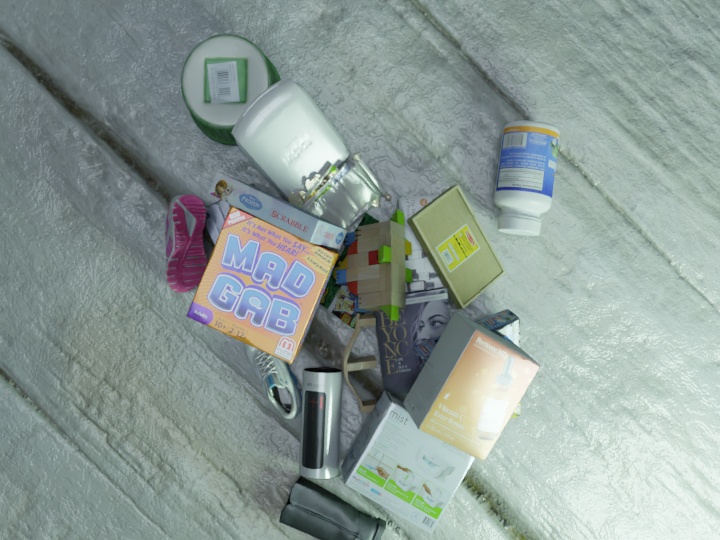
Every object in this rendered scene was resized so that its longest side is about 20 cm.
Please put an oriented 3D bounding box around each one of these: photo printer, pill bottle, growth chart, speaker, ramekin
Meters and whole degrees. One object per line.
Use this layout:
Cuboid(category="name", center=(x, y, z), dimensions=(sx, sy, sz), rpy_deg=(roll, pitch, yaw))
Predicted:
Cuboid(category="photo printer", center=(-0.134, -0.247, 1.249), dimensions=(0.166, 0.070, 0.200), rpy_deg=(-41, 125, 1))
Cuboid(category="pill bottle", center=(0.316, -0.173, 1.268), dimensions=(0.109, 0.112, 0.206), rpy_deg=(7, 89, 1))
Cuboid(category="growth chart", center=(-0.050, -0.135, 1.287), dimensions=(0.198, 0.018, 0.146), rpy_deg=(-37, 120, 1))
Cuboid(category="speaker", center=(-0.077, 0.292, 1.282), dimensions=(0.079, 0.081, 0.206), rpy_deg=(3, 89, 1))
Cuboid(category="ramekin", center=(-0.253, -0.355, 1.287), dimensions=(0.194, 0.098, 0.206), rpy_deg=(0, 89, 1))

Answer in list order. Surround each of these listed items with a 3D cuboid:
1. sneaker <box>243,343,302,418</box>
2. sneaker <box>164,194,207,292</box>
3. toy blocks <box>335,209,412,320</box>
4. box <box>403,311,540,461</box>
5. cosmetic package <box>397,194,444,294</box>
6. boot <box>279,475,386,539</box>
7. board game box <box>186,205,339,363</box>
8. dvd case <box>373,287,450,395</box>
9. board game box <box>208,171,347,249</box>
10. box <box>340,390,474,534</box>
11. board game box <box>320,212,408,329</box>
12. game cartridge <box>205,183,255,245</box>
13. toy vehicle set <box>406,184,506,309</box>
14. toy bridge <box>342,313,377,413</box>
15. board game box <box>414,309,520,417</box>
Cuboid(category="sneaker", center=(-0.169, 0.198, 1.282), dimensions=(0.074, 0.087, 0.202), rpy_deg=(-32, 87, 2))
Cuboid(category="sneaker", center=(-0.344, -0.058, 1.297), dimensions=(0.080, 0.088, 0.205), rpy_deg=(2, 110, -26))
Cuboid(category="toy blocks", center=(0.015, -0.003, 1.231), dimensions=(0.134, 0.099, 0.205), rpy_deg=(-8, 76, 34))
Cuboid(category="box", center=(0.195, 0.205, 1.181), dimensions=(0.150, 0.106, 0.203), rpy_deg=(27, 97, -16))
Cuboid(category="cosmetic package", center=(0.119, -0.043, 1.299), dimensions=(0.080, 0.051, 0.206), rpy_deg=(-5, 89, 0))
Cuboid(category="boot", center=(-0.070, 0.520, 1.282), dimensions=(0.197, 0.066, 0.168), rpy_deg=(26, 81, -2))
Cuboid(category="board game box", center=(-0.166, 0.022, 1.197), dimensions=(0.196, 0.200, 0.204), rpy_deg=(23, 91, 0))
Cuboid(category="dvd case", center=(0.106, 0.141, 1.286), dimensions=(0.145, 0.016, 0.205), rpy_deg=(-8, 104, 0))
Cuboid(category="board game box", center=(-0.136, -0.100, 1.150), dimensions=(0.197, 0.199, 0.042), rpy_deg=(26, 94, 12))
Cuboid(category="box", center=(0.090, 0.361, 1.255), dimensions=(0.197, 0.097, 0.179), rpy_deg=(30, 89, -7))
Cuboid(category="board game box", center=(0.000, 0.000, 1.290), dimensions=(0.104, 0.023, 0.203), rpy_deg=(32, 94, 28))
Cuboid(category="game cartridge", center=(-0.223, -0.055, 1.314), dimensions=(0.127, 0.038, 0.204), rpy_deg=(-25, 89, -4))
Cuboid(category="toy vehicle set", center=(0.187, -0.046, 1.273), dimensions=(0.123, 0.026, 0.203), rpy_deg=(-34, 100, -19))
Cuboid(category="toy bridge", center=(-0.001, 0.180, 1.276), dimensions=(0.065, 0.027, 0.205), rpy_deg=(-5, 106, -10))
Cuboid(category="board game box", center=(0.206, 0.191, 1.268), dimensions=(0.195, 0.062, 0.205), rpy_deg=(-6, 105, -10))
